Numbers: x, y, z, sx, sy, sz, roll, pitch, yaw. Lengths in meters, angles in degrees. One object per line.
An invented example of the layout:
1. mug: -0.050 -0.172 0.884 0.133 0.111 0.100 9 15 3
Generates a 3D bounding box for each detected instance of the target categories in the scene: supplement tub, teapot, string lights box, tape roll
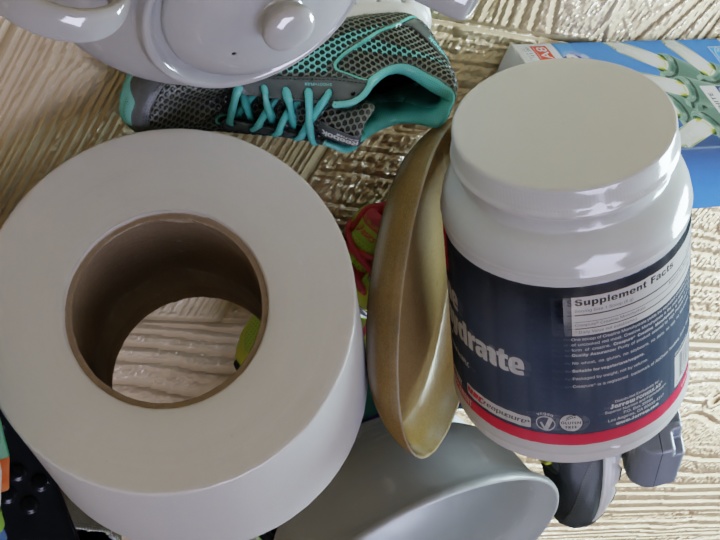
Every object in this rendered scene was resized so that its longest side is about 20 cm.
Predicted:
1. supplement tub: 0.117 -0.004 1.209 0.140 0.140 0.200 -21 132 -17
2. teapot: -0.070 -0.158 1.024 0.200 0.146 0.197 -35 145 3
3. string lights box: 0.184 -0.091 1.347 0.199 0.103 0.059 -6 139 -35
4. tape roll: -0.097 0.041 1.166 0.202 0.203 0.139 -29 162 -6

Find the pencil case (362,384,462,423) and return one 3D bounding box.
1. pencil case: 0.042 0.066 1.433 0.199 0.093 0.085 -11 177 -27

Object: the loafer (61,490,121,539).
1. loafer: -0.238 0.172 1.350 0.199 0.070 0.075 -15 141 -25

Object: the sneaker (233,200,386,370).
1. sneaker: 0.000 0.000 1.339 0.200 0.078 0.090 -36 147 -17

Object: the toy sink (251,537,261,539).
1. toy sink: 0.009 0.213 1.550 0.199 0.131 0.112 -16 141 -22

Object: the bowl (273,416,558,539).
1. bowl: 0.019 0.155 1.368 0.201 0.091 0.201 -24 152 -13

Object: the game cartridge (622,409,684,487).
1. game cartridge: 0.175 0.037 1.402 0.040 0.201 0.133 -11 163 5

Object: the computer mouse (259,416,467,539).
1. computer mouse: 0.004 0.135 1.493 0.200 0.110 0.044 -23 141 -33

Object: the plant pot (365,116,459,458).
1. plant pot: 0.038 0.008 1.242 0.027 0.201 0.200 8 147 16

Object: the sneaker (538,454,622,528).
1. sneaker: 0.113 0.078 1.390 0.084 0.074 0.201 -16 108 -19

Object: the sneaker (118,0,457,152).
1. sneaker: -0.032 -0.102 1.169 0.199 0.091 0.078 -16 140 -24

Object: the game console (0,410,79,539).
1. game console: -0.264 0.179 1.253 0.199 0.177 0.031 -19 164 -20

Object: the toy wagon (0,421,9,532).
1. toy wagon: -0.219 0.066 1.119 0.039 0.200 0.156 -18 110 -20
